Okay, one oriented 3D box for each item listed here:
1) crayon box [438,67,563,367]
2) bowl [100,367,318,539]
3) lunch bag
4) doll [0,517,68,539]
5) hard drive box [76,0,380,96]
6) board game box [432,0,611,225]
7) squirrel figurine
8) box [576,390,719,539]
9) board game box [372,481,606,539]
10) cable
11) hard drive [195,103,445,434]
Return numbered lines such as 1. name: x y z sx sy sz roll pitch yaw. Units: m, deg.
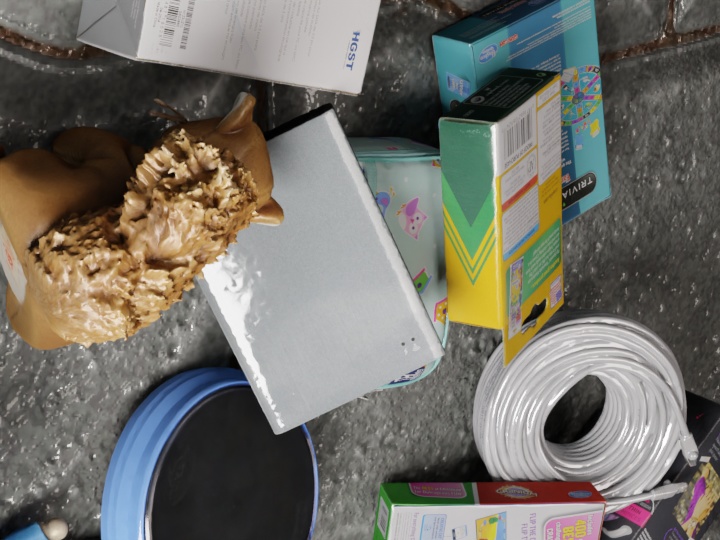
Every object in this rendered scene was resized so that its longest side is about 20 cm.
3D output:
1. crayon box: 0.113 -0.043 1.187 0.126 0.051 0.202 -39 131 -52
2. bowl: -0.105 0.173 1.126 0.200 0.039 0.203 -4 95 -50
3. lunch bag: 0.000 0.000 1.167 0.159 0.077 0.202 -5 108 -43
4. doll: -0.225 0.238 1.063 0.199 0.048 0.138 18 92 -46
5. hard drive box: -0.076 -0.210 1.014 0.199 0.077 0.157 4 103 -44
6. board game box: 0.139 -0.127 1.275 0.150 0.047 0.202 -30 124 -32
7. squirrel figurine: -0.127 -0.034 0.944 0.185 0.200 0.143 -21 113 -23
8. box: 0.271 0.216 1.478 0.200 0.122 0.106 -49 134 -19
9. board game box: 0.107 0.263 1.331 0.198 0.040 0.154 2 110 -16
10. cable: 0.199 0.129 1.368 0.198 0.069 0.202 -15 112 -9
11. hard drive: -0.042 0.000 1.079 0.139 0.033 0.201 -25 107 2
